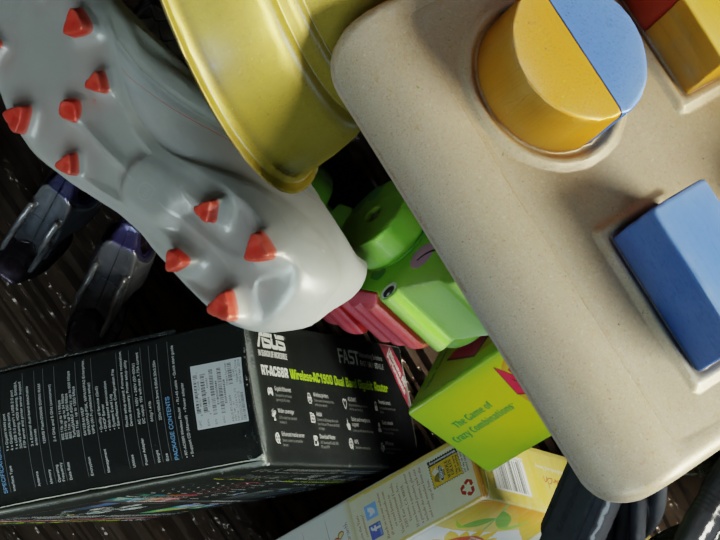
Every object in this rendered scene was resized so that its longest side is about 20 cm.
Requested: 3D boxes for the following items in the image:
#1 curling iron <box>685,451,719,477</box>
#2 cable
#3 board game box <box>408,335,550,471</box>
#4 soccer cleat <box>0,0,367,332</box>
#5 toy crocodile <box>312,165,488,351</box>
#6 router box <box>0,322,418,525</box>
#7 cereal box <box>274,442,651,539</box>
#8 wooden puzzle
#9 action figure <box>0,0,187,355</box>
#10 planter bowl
[{"bbox_3d":[0.140,0.016,0.923,0.049,0.026,0.201,-11,124,4],"label":"curling iron"},{"bbox_3d":[0.156,0.068,0.887,0.051,0.163,0.201,35,115,37],"label":"cable"},{"bbox_3d":[0.101,0.003,0.830,0.048,0.102,0.200,35,148,-10],"label":"board game box"},{"bbox_3d":[-0.078,-0.050,0.820,0.200,0.077,0.069,47,114,20],"label":"soccer cleat"},{"bbox_3d":[0.000,0.000,0.870,0.068,0.062,0.200,44,166,-31],"label":"toy crocodile"},{"bbox_3d":[-0.076,0.071,0.910,0.149,0.200,0.062,-13,80,18],"label":"router box"},{"bbox_3d":[0.021,0.145,0.991,0.200,0.040,0.144,-31,150,28],"label":"cereal box"},{"bbox_3d":[0.116,-0.045,0.709,0.186,0.199,0.046,58,153,5],"label":"wooden puzzle"},{"bbox_3d":[-0.091,-0.062,0.886,0.130,0.069,0.200,35,121,7],"label":"action figure"},{"bbox_3d":[-0.014,-0.135,0.741,0.083,0.201,0.201,-16,121,15],"label":"planter bowl"}]
